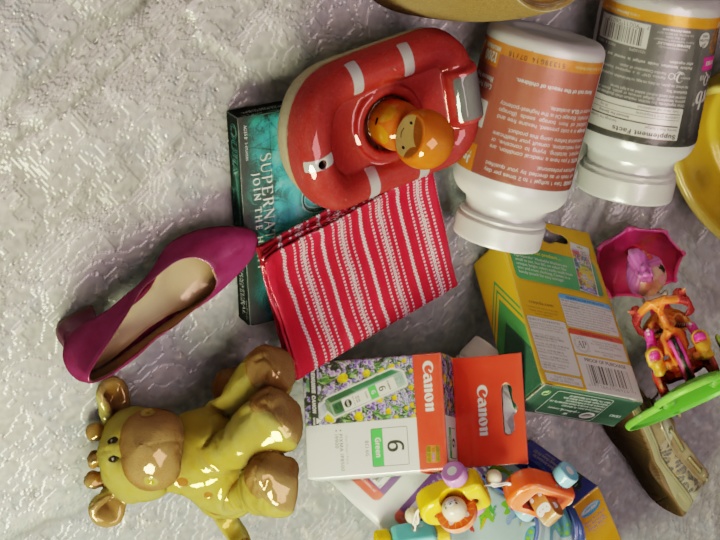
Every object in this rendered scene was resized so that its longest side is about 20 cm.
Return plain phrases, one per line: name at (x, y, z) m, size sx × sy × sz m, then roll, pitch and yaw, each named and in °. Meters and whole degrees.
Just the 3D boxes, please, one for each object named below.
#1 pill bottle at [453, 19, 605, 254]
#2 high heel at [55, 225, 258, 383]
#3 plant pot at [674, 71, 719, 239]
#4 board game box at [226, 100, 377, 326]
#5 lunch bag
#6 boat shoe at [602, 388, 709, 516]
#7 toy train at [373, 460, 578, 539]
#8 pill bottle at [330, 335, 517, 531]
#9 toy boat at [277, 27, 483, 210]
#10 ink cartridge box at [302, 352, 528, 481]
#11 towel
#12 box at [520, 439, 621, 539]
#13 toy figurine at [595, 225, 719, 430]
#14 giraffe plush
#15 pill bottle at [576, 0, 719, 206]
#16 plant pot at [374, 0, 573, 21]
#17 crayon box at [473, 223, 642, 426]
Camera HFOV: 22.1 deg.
pill bottle at (0.149, -0.123, 1.699) m, size 0.112 × 0.112 × 0.201 m, roll 4°, pitch 107°, yaw -31°
high heel at (-0.164, 0.033, 1.582) m, size 0.200 × 0.096 × 0.068 m, roll -34°, pitch 122°, yaw -7°
plant pot at (0.439, -0.136, 1.822) m, size 0.189 × 0.201 × 0.201 m, roll -36°, pitch 125°, yaw -30°
board game box at (-0.050, -0.058, 1.662) m, size 0.135 × 0.028 × 0.201 m, roll -14°, pitch 117°, yaw -24°
lunch bag at (0.130, 0.291, 1.832) m, size 0.082 × 0.161 × 0.200 m, roll 1°, pitch 111°, yaw -39°
boat shoe at (0.310, 0.177, 1.946) m, size 0.063 × 0.073 × 0.200 m, roll -44°, pitch 131°, yaw -16°
toy train at (0.104, 0.242, 1.692) m, size 0.150 × 0.056 × 0.200 m, roll 25°, pitch 124°, yaw -37°
pill bottle at (0.074, 0.163, 1.774) m, size 0.200 × 0.111 × 0.111 m, roll -47°, pitch 125°, yaw -5°
toy boat at (0.031, -0.123, 1.585) m, size 0.200 × 0.131 × 0.131 m, roll -23°, pitch 119°, yaw -23°
ink cartridge box at (0.049, 0.132, 1.692) m, size 0.050 × 0.199 × 0.109 m, roll 27°, pitch 58°, yaw -72°
towel at (0.000, 0.000, 1.682) m, size 0.200 × 0.022 × 0.145 m, roll -29°, pitch 124°, yaw -25°
box at (0.220, 0.260, 1.894) m, size 0.041 × 0.119 × 0.200 m, roll -34°, pitch 123°, yaw -16°
toy figurine at (0.290, 0.042, 1.809) m, size 0.150 × 0.184 × 0.200 m, roll -25°, pitch 168°, yaw 7°
giraffe plush at (-0.158, 0.157, 1.636) m, size 0.162 × 0.173 × 0.200 m, roll 8°, pitch 140°, yaw -22°
pill bottle at (0.268, -0.169, 1.746) m, size 0.116 × 0.116 × 0.201 m, roll -2°, pitch 111°, yaw -29°
plant pot at (0.109, -0.286, 1.555) m, size 0.186 × 0.200 × 0.187 m, roll -12°, pitch 115°, yaw -27°
crayon box at (0.186, 0.046, 1.774) m, size 0.125 × 0.200 × 0.052 m, roll 12°, pitch 140°, yaw -33°
